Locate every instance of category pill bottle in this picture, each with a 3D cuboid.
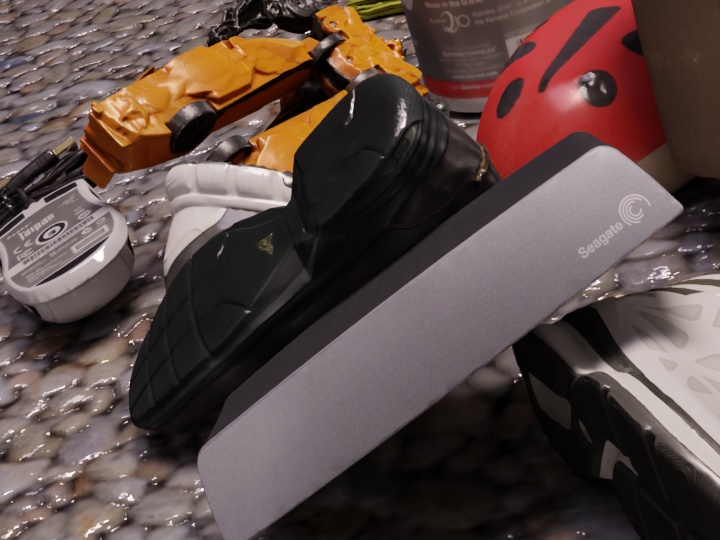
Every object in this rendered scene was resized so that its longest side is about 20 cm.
[{"bbox_3d":[0.066,-0.202,1.066,0.113,0.202,0.114,-15,24,7],"label":"pill bottle"}]

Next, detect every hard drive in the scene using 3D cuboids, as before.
[{"bbox_3d":[0.025,0.019,0.714,0.199,0.042,0.135,-37,5,6],"label":"hard drive"}]

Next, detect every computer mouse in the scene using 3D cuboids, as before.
[{"bbox_3d":[-0.164,-0.012,1.021,0.109,0.044,0.200,-33,26,-6],"label":"computer mouse"}]

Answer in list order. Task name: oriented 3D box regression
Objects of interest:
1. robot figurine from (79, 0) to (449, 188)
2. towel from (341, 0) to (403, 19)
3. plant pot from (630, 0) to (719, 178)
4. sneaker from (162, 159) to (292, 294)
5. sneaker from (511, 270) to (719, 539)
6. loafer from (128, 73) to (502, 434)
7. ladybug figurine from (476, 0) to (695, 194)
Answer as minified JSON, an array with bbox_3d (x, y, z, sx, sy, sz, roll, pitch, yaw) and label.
[{"bbox_3d":[-0.046,-0.079,1.008,0.145,0.058,0.199,45,47,15],"label":"robot figurine"},{"bbox_3d":[0.050,-0.228,1.362,0.085,0.018,0.200,-8,26,21],"label":"towel"},{"bbox_3d":[0.191,-0.131,0.824,0.198,0.177,0.200,-2,8,0],"label":"plant pot"},{"bbox_3d":[0.000,0.000,0.870,0.198,0.081,0.074,4,-13,21],"label":"sneaker"},{"bbox_3d":[0.135,0.041,0.654,0.114,0.076,0.201,-24,22,-7],"label":"sneaker"},{"bbox_3d":[-0.023,0.009,0.806,0.200,0.072,0.073,-42,37,27],"label":"loafer"},{"bbox_3d":[0.122,-0.088,0.942,0.135,0.073,0.200,-4,28,28],"label":"ladybug figurine"}]
